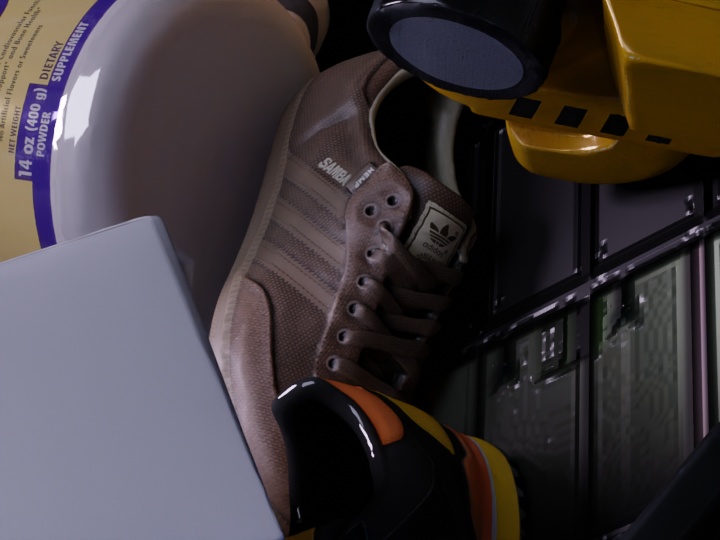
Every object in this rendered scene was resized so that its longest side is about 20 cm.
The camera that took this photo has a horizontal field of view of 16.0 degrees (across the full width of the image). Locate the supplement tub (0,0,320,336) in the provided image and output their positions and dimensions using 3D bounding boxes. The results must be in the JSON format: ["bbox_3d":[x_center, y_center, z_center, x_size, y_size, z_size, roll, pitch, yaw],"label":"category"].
[{"bbox_3d":[-0.128,-0.050,0.988,0.200,0.145,0.145,8,70,35],"label":"supplement tub"}]

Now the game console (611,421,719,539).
[{"bbox_3d":[-0.010,0.107,0.623,0.176,0.116,0.200,-47,-15,-26],"label":"game console"}]

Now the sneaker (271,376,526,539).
[{"bbox_3d":[0.005,0.120,0.769,0.070,0.090,0.200,-36,39,31],"label":"sneaker"}]

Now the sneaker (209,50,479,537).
[{"bbox_3d":[0.000,0.000,0.891,0.076,0.070,0.200,-26,46,39],"label":"sneaker"}]

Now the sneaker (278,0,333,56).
[{"bbox_3d":[-0.081,-0.143,1.083,0.199,0.080,0.130,4,50,39],"label":"sneaker"}]

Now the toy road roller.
[{"bbox_3d":[0.106,-0.088,0.806,0.200,0.146,0.123,12,69,16],"label":"toy road roller"}]

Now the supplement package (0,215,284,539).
[{"bbox_3d":[-0.087,0.099,0.747,0.117,0.200,0.117,-18,55,-9],"label":"supplement package"}]
